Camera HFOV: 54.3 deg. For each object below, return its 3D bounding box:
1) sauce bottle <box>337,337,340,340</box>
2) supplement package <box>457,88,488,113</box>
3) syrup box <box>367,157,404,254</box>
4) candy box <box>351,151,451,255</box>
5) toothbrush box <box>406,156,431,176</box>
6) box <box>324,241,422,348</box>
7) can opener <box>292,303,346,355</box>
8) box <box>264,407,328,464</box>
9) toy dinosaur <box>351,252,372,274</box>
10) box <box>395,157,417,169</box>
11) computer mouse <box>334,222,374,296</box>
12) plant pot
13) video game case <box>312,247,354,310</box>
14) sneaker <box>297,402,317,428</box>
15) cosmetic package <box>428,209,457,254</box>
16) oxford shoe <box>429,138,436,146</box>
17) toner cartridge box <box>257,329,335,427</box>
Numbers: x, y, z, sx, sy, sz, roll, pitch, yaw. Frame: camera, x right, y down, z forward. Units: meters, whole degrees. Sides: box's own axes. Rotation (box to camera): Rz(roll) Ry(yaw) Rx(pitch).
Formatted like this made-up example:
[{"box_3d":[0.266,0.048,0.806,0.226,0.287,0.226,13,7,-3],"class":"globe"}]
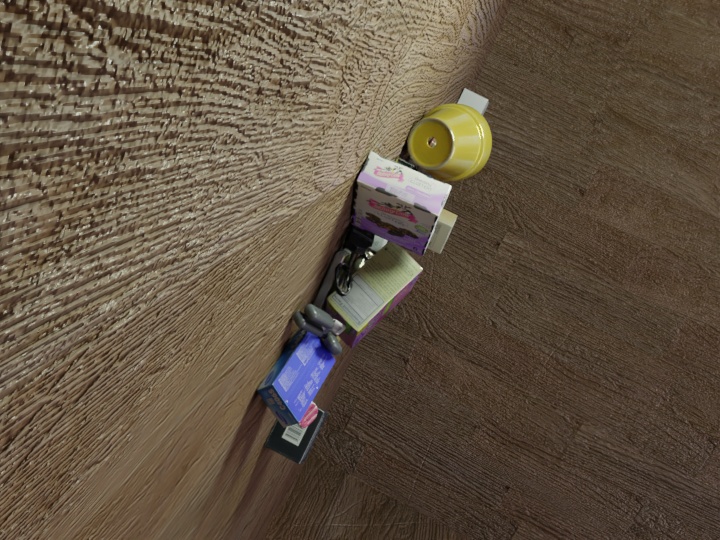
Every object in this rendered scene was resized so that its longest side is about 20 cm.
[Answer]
[{"box_3d":[-0.076,0.158,1.791,0.066,0.066,0.200,-68,174,34],"class":"sauce bottle"},{"box_3d":[0.457,-0.673,2.897,0.110,0.113,0.200,-64,176,14],"class":"supplement package"},{"box_3d":[0.049,-0.138,1.562,0.202,0.078,0.081,-65,175,0],"class":"syrup box"},{"box_3d":[0.073,-0.126,1.371,0.200,0.166,0.072,100,16,-69],"class":"candy box"},{"box_3d":[0.143,-0.228,2.034,0.147,0.085,0.201,-59,172,-52],"class":"toothbrush box"},{"box_3d":[0.024,0.054,1.537,0.200,0.097,0.176,-42,170,-16],"class":"box"},{"box_3d":[-0.071,0.114,1.376,0.052,0.067,0.200,-34,155,5],"class":"can opener"},{"box_3d":[-0.169,0.428,1.899,0.200,0.106,0.150,89,27,-77],"class":"box"},{"box_3d":[0.000,0.000,1.867,0.201,0.077,0.102,-59,162,-6],"class":"toy dinosaur"},{"box_3d":[0.081,-0.188,1.814,0.202,0.049,0.160,-65,172,10],"class":"box"},{"box_3d":[-0.017,-0.031,1.455,0.034,0.058,0.201,-33,-150,52],"class":"computer mouse"},{"box_3d":[0.216,-0.328,1.804,0.188,0.200,0.202,-19,137,-60],"class":"plant pot"},{"box_3d":[-0.069,0.043,1.559,0.202,0.023,0.182,-65,175,11],"class":"video game case"},{"box_3d":[-0.157,0.260,1.464,0.074,0.087,0.201,-52,148,-19],"class":"sneaker"},{"box_3d":[0.156,-0.140,1.946,0.071,0.199,0.106,-57,172,-53],"class":"cosmetic package"},{"box_3d":[0.242,-0.373,2.386,0.071,0.074,0.201,-60,173,-31],"class":"oxford shoe"},{"box_3d":[-0.121,0.203,1.373,0.043,0.095,0.200,-24,-162,30],"class":"toner cartridge box"}]
